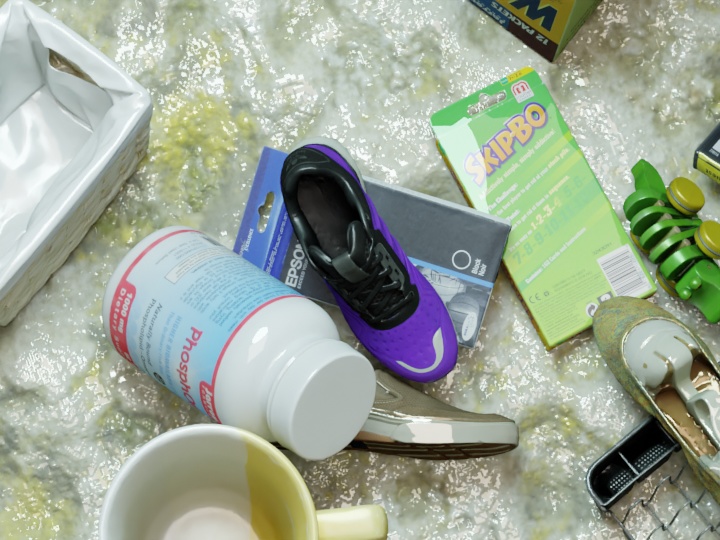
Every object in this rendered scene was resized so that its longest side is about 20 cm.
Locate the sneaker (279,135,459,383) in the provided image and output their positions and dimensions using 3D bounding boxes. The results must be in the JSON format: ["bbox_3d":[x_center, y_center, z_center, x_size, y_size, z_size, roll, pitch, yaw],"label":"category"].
[{"bbox_3d":[-0.001,0.000,1.720,0.069,0.100,0.201,-33,93,9],"label":"sneaker"}]

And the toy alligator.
[{"bbox_3d":[0.244,-0.002,1.777,0.054,0.059,0.201,-4,56,-44],"label":"toy alligator"}]

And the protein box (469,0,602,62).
[{"bbox_3d":[0.160,-0.298,1.793,0.135,0.200,0.199,37,78,7],"label":"protein box"}]

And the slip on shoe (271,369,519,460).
[{"bbox_3d":[0.018,0.102,1.759,0.198,0.076,0.061,2,75,7],"label":"slip on shoe"}]

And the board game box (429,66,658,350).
[{"bbox_3d":[0.136,-0.049,1.821,0.095,0.030,0.201,-27,82,-7],"label":"board game box"}]

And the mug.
[{"bbox_3d":[-0.090,0.203,1.686,0.185,0.153,0.150,25,76,3],"label":"mug"}]

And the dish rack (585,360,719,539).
[{"bbox_3d":[0.277,0.185,1.750,0.153,0.055,0.200,-38,74,-9],"label":"dish rack"}]

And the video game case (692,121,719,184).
[{"bbox_3d":[0.380,-0.102,1.809,0.180,0.026,0.200,35,67,21],"label":"video game case"}]

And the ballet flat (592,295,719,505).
[{"bbox_3d":[0.238,0.089,1.722,0.070,0.071,0.201,-31,69,-9],"label":"ballet flat"}]

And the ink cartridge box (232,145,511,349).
[{"bbox_3d":[0.006,-0.018,1.788,0.198,0.039,0.100,16,97,3],"label":"ink cartridge box"}]

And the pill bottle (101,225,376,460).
[{"bbox_3d":[-0.085,0.054,1.704,0.199,0.109,0.109,31,75,39],"label":"pill bottle"}]

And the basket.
[{"bbox_3d":[-0.258,-0.074,1.761,0.135,0.123,0.200,37,77,7],"label":"basket"}]
